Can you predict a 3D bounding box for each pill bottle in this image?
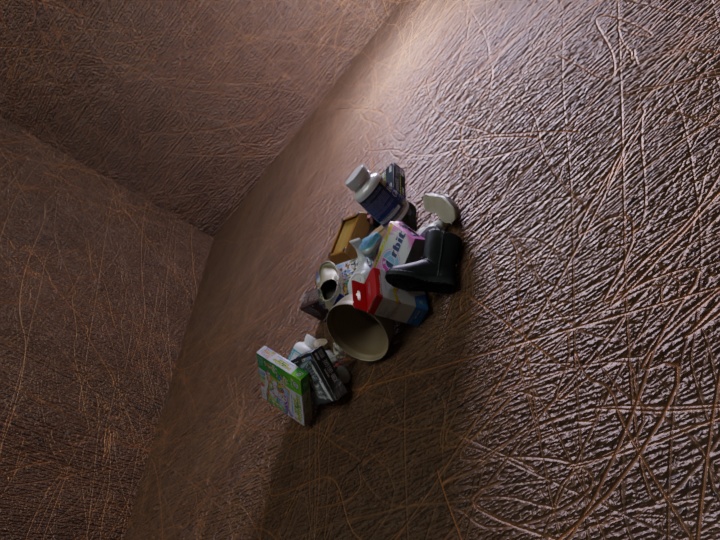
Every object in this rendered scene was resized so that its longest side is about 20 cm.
[{"bbox_3d":[-0.197,0.321,1.806,0.203,0.110,0.110,-62,26,-6],"label":"pill bottle"},{"bbox_3d":[0.050,-0.234,1.685,0.111,0.199,0.112,-43,18,18],"label":"pill bottle"}]

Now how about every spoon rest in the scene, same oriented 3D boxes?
[{"bbox_3d":[0.000,0.000,1.718,0.097,0.061,0.204,-15,63,22],"label":"spoon rest"}]

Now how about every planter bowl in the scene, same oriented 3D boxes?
[{"bbox_3d":[0.018,0.139,1.541,0.199,0.201,0.135,-31,13,44],"label":"planter bowl"}]

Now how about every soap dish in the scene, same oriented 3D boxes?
[{"bbox_3d":[-0.035,-0.114,1.984,0.156,0.080,0.204,-12,53,57],"label":"soap dish"}]

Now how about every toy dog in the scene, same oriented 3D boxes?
[{"bbox_3d":[-0.114,0.296,1.678,0.095,0.135,0.199,-22,8,-21],"label":"toy dog"}]

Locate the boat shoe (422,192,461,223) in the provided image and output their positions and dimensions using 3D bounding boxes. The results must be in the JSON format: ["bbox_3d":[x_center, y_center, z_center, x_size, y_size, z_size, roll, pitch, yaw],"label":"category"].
[{"bbox_3d":[0.247,-0.189,1.567,0.200,0.058,0.074,-137,39,-66],"label":"boat shoe"}]

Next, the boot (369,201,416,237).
[{"bbox_3d":[0.100,-0.114,1.767,0.199,0.066,0.177,-38,22,38],"label":"boot"}]

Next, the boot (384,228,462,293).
[{"bbox_3d":[0.172,-0.031,1.439,0.077,0.195,0.171,85,-167,-57],"label":"boot"}]

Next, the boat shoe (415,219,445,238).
[{"bbox_3d":[0.178,-0.087,1.605,0.200,0.071,0.070,-42,4,41],"label":"boat shoe"}]

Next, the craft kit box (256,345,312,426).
[{"bbox_3d":[-0.238,0.363,1.682,0.194,0.204,0.048,21,39,29],"label":"craft kit box"}]

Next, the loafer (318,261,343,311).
[{"bbox_3d":[-0.095,0.042,1.712,0.074,0.069,0.203,-22,51,6],"label":"loafer"}]

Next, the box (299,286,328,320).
[{"bbox_3d":[-0.122,0.108,1.898,0.199,0.099,0.076,-27,41,50],"label":"box"}]

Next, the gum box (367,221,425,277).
[{"bbox_3d":[0.108,-0.034,1.564,0.113,0.065,0.204,36,112,39],"label":"gum box"}]

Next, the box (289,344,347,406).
[{"bbox_3d":[-0.138,0.325,1.630,0.049,0.160,0.199,-28,-1,-35],"label":"box"}]

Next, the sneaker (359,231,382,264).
[{"bbox_3d":[0.057,-0.042,1.670,0.078,0.133,0.200,-25,10,11],"label":"sneaker"}]

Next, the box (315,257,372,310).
[{"bbox_3d":[-0.046,0.037,1.766,0.196,0.038,0.139,-19,51,9],"label":"box"}]

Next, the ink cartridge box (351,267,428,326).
[{"bbox_3d":[0.078,0.067,1.456,0.117,0.196,0.068,-96,28,-50],"label":"ink cartridge box"}]

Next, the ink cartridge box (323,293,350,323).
[{"bbox_3d":[-0.045,0.135,1.658,0.039,0.200,0.101,30,90,20],"label":"ink cartridge box"}]

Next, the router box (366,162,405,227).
[{"bbox_3d":[0.092,-0.272,1.934,0.149,0.062,0.203,-39,33,34],"label":"router box"}]
